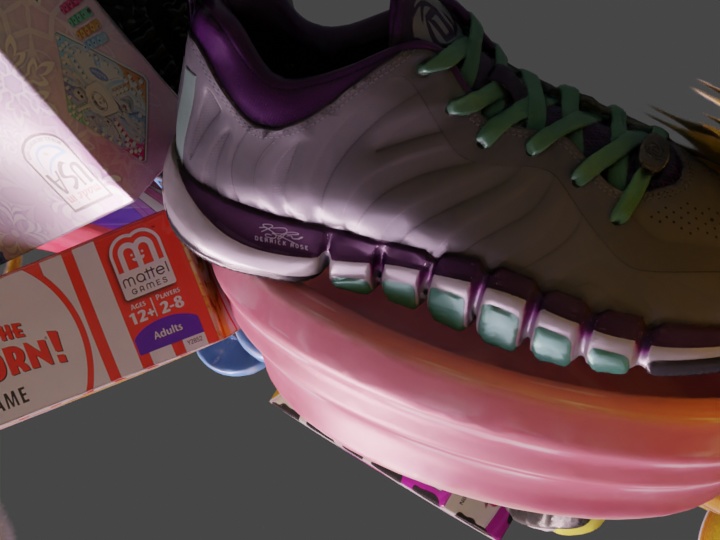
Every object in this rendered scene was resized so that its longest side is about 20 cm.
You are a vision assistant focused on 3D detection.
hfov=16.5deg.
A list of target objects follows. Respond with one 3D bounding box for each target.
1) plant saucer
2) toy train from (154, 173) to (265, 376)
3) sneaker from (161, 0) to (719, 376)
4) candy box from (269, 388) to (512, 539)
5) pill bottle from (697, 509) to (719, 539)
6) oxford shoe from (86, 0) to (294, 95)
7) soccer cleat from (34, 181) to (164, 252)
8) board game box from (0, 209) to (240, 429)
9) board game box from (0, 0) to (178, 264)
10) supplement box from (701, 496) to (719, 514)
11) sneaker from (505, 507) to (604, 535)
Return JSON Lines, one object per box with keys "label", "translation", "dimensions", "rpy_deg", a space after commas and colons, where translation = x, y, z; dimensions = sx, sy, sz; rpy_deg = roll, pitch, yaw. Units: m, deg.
{"label": "plant saucer", "translation": [0.049, 0.021, 0.772], "dimensions": [0.200, 0.051, 0.201], "rpy_deg": [12, -161, -4]}
{"label": "toy train", "translation": [0.000, 0.000, 0.990], "dimensions": [0.200, 0.114, 0.087], "rpy_deg": [23, 163, 34]}
{"label": "sneaker", "translation": [0.039, -0.032, 0.679], "dimensions": [0.199, 0.088, 0.075], "rpy_deg": [10, -145, 12]}
{"label": "candy box", "translation": [0.046, 0.069, 1.573], "dimensions": [0.061, 0.137, 0.200], "rpy_deg": [35, 174, -37]}
{"label": "pill bottle", "translation": [0.249, 0.163, 1.391], "dimensions": [0.111, 0.111, 0.200], "rpy_deg": [30, 177, 0]}
{"label": "oxford shoe", "translation": [-0.062, -0.076, 0.831], "dimensions": [0.084, 0.073, 0.200], "rpy_deg": [31, 177, 21]}
{"label": "soccer cleat", "translation": [-0.119, -0.034, 1.132], "dimensions": [0.199, 0.077, 0.067], "rpy_deg": [13, 158, -40]}
{"label": "board game box", "translation": [-0.101, 0.018, 0.856], "dimensions": [0.200, 0.151, 0.046], "rpy_deg": [-37, -75, -80]}
{"label": "board game box", "translation": [-0.176, -0.080, 0.772], "dimensions": [0.199, 0.043, 0.200], "rpy_deg": [49, 142, -16]}
{"label": "supplement box", "translation": [0.179, 0.085, 1.224], "dimensions": [0.069, 0.067, 0.200], "rpy_deg": [28, 179, -22]}
{"label": "sneaker", "translation": [0.118, 0.060, 1.097], "dimensions": [0.090, 0.078, 0.200], "rpy_deg": [20, -155, 1]}
